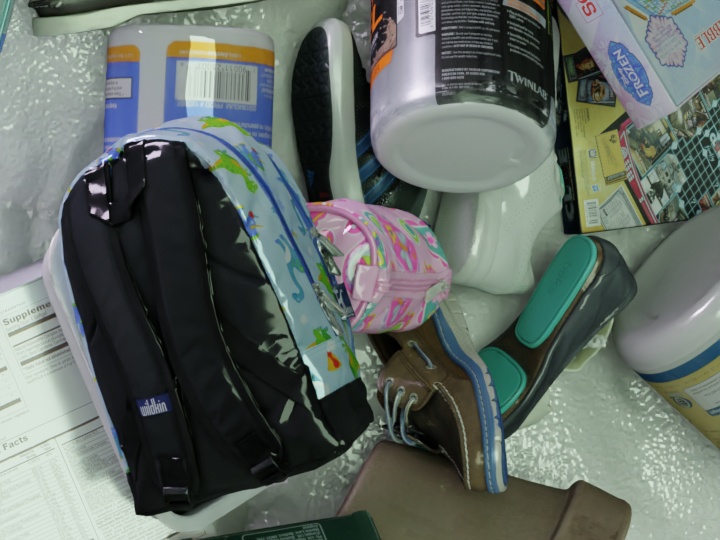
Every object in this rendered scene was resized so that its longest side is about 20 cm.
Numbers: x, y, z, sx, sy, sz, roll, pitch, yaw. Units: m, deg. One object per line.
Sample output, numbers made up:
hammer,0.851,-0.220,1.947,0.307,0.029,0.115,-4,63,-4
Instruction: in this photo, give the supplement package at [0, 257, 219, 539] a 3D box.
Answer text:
supplement package,-0.206,0.107,1.367,0.150,0.152,0.200,-24,97,-14

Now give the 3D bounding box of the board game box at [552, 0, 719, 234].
board game box,0.202,-0.132,1.536,0.135,0.035,0.201,-7,93,-16

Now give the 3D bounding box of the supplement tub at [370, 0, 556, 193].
supplement tub,0.067,-0.163,1.424,0.122,0.123,0.201,9,60,-16

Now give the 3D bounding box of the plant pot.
plant pot,0.061,0.203,1.438,0.174,0.200,0.201,29,83,3

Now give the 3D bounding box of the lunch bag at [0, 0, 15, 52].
lunch bag,-0.320,-0.193,1.368,0.199,0.077,0.161,14,89,-15

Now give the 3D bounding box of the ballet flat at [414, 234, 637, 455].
ballet flat,0.122,0.066,1.495,0.073,0.073,0.200,37,98,-13

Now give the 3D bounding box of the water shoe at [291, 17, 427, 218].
water shoe,0.004,-0.076,1.471,0.079,0.071,0.201,-12,104,-25

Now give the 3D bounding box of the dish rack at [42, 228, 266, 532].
dish rack,-0.107,0.044,1.308,0.171,0.043,0.200,-30,100,-43

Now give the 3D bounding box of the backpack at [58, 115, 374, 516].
backpack,-0.088,0.014,1.208,0.200,0.163,0.154,60,33,-12

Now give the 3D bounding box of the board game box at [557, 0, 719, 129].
board game box,0.198,-0.225,1.451,0.200,0.041,0.200,-37,97,-42

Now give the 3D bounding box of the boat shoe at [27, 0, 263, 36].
boat shoe,-0.122,-0.200,1.425,0.201,0.072,0.061,-12,98,-12

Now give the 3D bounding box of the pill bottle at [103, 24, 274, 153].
pill bottle,-0.114,-0.057,1.411,0.112,0.112,0.201,2,92,-16

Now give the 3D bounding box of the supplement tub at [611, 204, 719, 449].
supplement tub,0.290,0.064,1.504,0.200,0.145,0.145,42,81,-17

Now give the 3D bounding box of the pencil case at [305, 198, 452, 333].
pencil case,0.000,0.000,1.341,0.087,0.200,0.088,0,89,16

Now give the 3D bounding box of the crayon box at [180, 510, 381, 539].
crayon box,-0.056,0.248,1.365,0.127,0.051,0.200,-8,131,-17

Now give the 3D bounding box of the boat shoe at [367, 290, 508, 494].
boat shoe,0.048,0.087,1.426,0.072,0.200,0.072,-10,119,-6

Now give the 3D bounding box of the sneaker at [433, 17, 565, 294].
sneaker,0.113,-0.081,1.503,0.088,0.075,0.201,16,88,-32
